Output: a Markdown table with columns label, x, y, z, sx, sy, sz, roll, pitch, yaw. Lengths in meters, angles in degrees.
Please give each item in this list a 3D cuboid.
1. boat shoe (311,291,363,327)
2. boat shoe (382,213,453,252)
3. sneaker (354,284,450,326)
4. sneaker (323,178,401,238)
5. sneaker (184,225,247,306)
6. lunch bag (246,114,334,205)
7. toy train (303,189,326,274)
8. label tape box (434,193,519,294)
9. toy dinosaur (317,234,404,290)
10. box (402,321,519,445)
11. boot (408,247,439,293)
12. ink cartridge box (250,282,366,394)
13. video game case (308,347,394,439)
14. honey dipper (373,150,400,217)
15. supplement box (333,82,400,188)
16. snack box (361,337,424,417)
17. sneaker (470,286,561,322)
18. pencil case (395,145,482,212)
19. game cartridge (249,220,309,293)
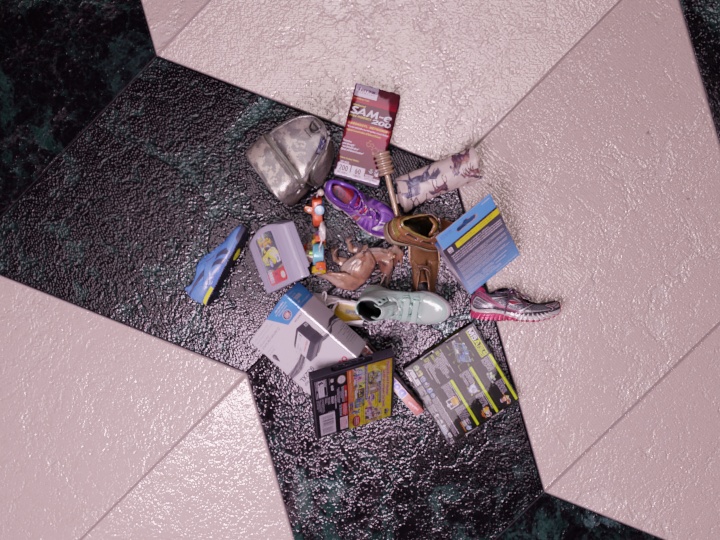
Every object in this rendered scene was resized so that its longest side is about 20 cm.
| label | x | y | z | sx | sy | sz | roll | pitch | yaw |
| --- | --- | --- | --- | --- | --- | --- | --- | --- | --- |
| boat shoe | -0.067 | 0.089 | 1.295 | 0.197 | 0.086 | 0.077 | 10 | 80 | 1 |
| boat shoe | 0.145 | -0.083 | 1.252 | 0.196 | 0.068 | 0.074 | -5 | 77 | -35 |
| sneaker | 0.084 | 0.087 | 1.217 | 0.195 | 0.118 | 0.076 | 9 | 109 | 16 |
| sneaker | 0.002 | -0.136 | 1.296 | 0.197 | 0.083 | 0.082 | 28 | 92 | -1 |
| sneaker | -0.327 | -0.023 | 1.320 | 0.077 | 0.066 | 0.203 | 31 | 92 | 5 |
| lunch bag | -0.133 | -0.240 | 1.243 | 0.167 | 0.200 | 0.140 | -41 | 90 | 3 |
| toy train | -0.103 | -0.080 | 1.262 | 0.054 | 0.201 | 0.154 | -1 | 115 | -4 |
| label tape box | 0.238 | -0.065 | 1.243 | 0.143 | 0.064 | 0.201 | -38 | 130 | 1 |
| toy dinosaur | 0.000 | 0.000 | 1.305 | 0.198 | 0.087 | 0.136 | -32 | 125 | 18 |
| box | 0.223 | 0.251 | 1.312 | 0.191 | 0.048 | 0.202 | -33 | 89 | 0 |
| boot | 0.142 | -0.003 | 1.298 | 0.072 | 0.075 | 0.206 | -1 | 90 | 4 |
| ink cartridge box | -0.108 | 0.151 | 1.234 | 0.199 | 0.084 | 0.146 | 41 | 111 | 1 |
| video game case | -0.015 | 0.259 | 1.222 | 0.177 | 0.026 | 0.203 | -14 | 132 | -14 |
| honey dipper | 0.069 | -0.154 | 1.269 | 0.037 | 0.038 | 0.205 | -13 | 98 | 2 |
| supplement box | 0.015 | -0.298 | 1.306 | 0.106 | 0.061 | 0.205 | 14 | 91 | 1 |
| snack box | 0.066 | 0.236 | 1.304 | 0.024 | 0.072 | 0.201 | -41 | 89 | 2 |
| sneaker | 0.341 | 0.075 | 1.288 | 0.194 | 0.081 | 0.077 | 2 | 89 | 3 |
| pencil case | 0.167 | -0.199 | 1.289 | 0.196 | 0.089 | 0.079 | -23 | 81 | 5 |
| game cartridge | -0.179 | -0.031 | 1.258 | 0.040 | 0.199 | 0.136 | -16 | 86 | -32 |
